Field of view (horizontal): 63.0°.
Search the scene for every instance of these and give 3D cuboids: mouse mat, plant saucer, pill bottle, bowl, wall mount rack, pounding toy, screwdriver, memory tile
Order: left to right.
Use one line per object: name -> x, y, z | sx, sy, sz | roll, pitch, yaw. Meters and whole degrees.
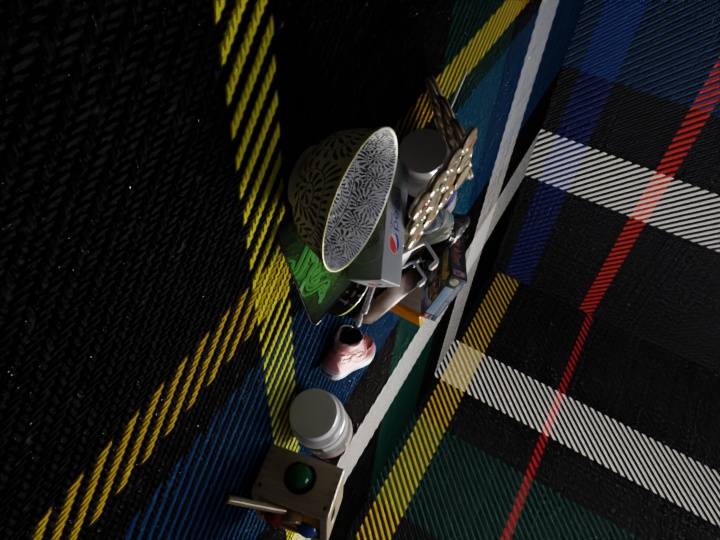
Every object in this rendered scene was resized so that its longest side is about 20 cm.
pounding toy -> -0.139, 0.442, 1.138 | 0.201, 0.182, 0.143 | 94, 15, -50
pill bottle -> -0.082, 0.314, 1.207 | 0.115, 0.113, 0.201 | -59, 162, -19
mouse mat -> -0.044, -0.037, 0.887 | 0.200, 0.007, 0.163 | -48, 129, -43
bowl -> -0.035, -0.110, 0.783 | 0.202, 0.093, 0.202 | -55, 161, -29
wall mount rack -> 0.054, 0.022, 1.095 | 0.172, 0.075, 0.200 | -29, 168, -13
plant saucer -> 0.068, 0.058, 1.285 | 0.200, 0.037, 0.200 | -38, 175, -4
pill bottle -> 0.126, -0.182, 1.133 | 0.121, 0.119, 0.200 | -61, 163, -12
memory tile -> 0.134, -0.134, 0.977 | 0.201, 0.017, 0.154 | -53, 166, -21
memory tile -> 0.169, -0.266, 1.111 | 0.017, 0.155, 0.200 | -26, 161, 7
screwdriver -> 0.193, -0.336, 1.263 | 0.202, 0.029, 0.028 | -63, 164, 9

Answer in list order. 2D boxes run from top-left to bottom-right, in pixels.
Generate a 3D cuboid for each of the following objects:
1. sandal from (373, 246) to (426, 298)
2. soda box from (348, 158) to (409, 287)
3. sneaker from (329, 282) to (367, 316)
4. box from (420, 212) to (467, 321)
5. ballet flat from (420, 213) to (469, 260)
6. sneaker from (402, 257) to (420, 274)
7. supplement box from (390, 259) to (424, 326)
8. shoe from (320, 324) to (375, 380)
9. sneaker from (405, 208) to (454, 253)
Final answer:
sandal -> 0.062, -0.018, 1.278 | 0.077, 0.070, 0.212 | -26, 164, -38
soda box -> 0.030, -0.078, 0.933 | 0.068, 0.063, 0.203 | 19, 73, -57
sneaker -> 0.000, 0.000, 1.092 | 0.201, 0.073, 0.081 | -59, 165, -15
box -> 0.176, -0.011, 1.265 | 0.202, 0.037, 0.137 | -85, -162, -45
ballet flat -> 0.167, -0.064, 1.218 | 0.056, 0.067, 0.200 | -23, 176, -20
sneaker -> 0.110, -0.092, 1.317 | 0.099, 0.069, 0.202 | 12, 100, -65
supplement box -> 0.138, 0.015, 1.435 | 0.201, 0.125, 0.074 | -59, 162, -16
shoe -> -0.011, 0.162, 1.279 | 0.200, 0.071, 0.092 | -23, 142, -60
sneaker -> 0.082, -0.080, 1.149 | 0.199, 0.086, 0.078 | -29, -136, 37
